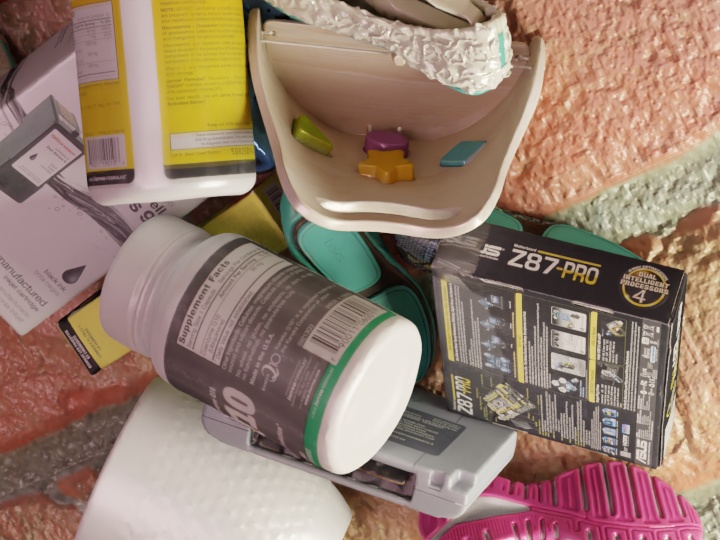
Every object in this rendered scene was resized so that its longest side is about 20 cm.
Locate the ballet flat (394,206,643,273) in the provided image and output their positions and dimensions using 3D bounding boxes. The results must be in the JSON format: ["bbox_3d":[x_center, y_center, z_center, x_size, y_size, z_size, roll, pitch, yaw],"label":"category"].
[{"bbox_3d":[0.115,-0.001,1.430,0.199,0.074,0.075,24,115,12],"label":"ballet flat"}]

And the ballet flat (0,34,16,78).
[{"bbox_3d":[-0.336,-0.121,1.553,0.199,0.067,0.063,-21,73,21],"label":"ballet flat"}]

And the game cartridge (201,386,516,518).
[{"bbox_3d":[0.003,0.112,1.463,0.199,0.133,0.042,18,106,17],"label":"game cartridge"}]

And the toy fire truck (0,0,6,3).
[{"bbox_3d":[-0.265,-0.276,1.445,0.167,0.112,0.201,3,112,-1],"label":"toy fire truck"}]

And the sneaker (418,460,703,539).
[{"bbox_3d":[0.144,0.194,1.479,0.199,0.082,0.088,0,136,9],"label":"sneaker"}]

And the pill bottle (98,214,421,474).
[{"bbox_3d":[-0.069,0.044,1.386,0.199,0.113,0.114,27,116,23],"label":"pill bottle"}]

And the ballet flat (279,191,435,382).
[{"bbox_3d":[0.000,0.000,1.453,0.067,0.071,0.200,-24,135,8],"label":"ballet flat"}]

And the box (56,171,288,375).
[{"bbox_3d":[-0.125,0.000,1.504,0.200,0.075,0.050,-31,96,27],"label":"box"}]

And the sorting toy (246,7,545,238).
[{"bbox_3d":[0.018,-0.079,1.341,0.199,0.180,0.107,5,122,-2],"label":"sorting toy"}]

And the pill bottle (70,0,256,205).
[{"bbox_3d":[-0.130,-0.146,1.347,0.111,0.112,0.201,-3,93,21],"label":"pill bottle"}]

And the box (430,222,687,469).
[{"bbox_3d":[0.133,0.052,1.385,0.160,0.049,0.200,12,150,14],"label":"box"}]

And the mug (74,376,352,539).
[{"bbox_3d":[-0.108,0.194,1.542,0.175,0.148,0.200,25,146,2],"label":"mug"}]

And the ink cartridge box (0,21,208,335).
[{"bbox_3d":[-0.211,-0.074,1.471,0.200,0.084,0.146,-35,110,19],"label":"ink cartridge box"}]

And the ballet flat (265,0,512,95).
[{"bbox_3d":[0.014,-0.182,1.336,0.199,0.072,0.072,26,116,17],"label":"ballet flat"}]

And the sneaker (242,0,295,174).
[{"bbox_3d":[-0.075,-0.163,1.427,0.089,0.078,0.201,-2,108,16],"label":"sneaker"}]
